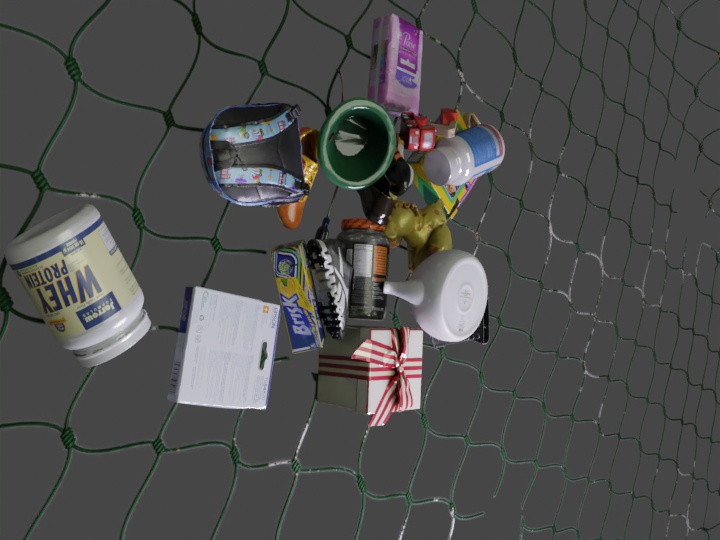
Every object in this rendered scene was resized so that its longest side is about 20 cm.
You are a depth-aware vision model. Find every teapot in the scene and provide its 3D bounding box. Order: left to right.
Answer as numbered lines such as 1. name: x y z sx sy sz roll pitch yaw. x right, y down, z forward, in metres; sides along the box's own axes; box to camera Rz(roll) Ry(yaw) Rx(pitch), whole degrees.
1. teapot: 0.167 0.047 1.463 0.198 0.144 0.203 -49 127 -28

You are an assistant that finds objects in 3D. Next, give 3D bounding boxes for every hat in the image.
1. hat: -0.027 -0.279 1.438 0.165 0.176 0.202 38 89 -27

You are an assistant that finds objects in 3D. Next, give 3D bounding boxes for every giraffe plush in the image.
1. giraffe plush: 0.111 -0.090 1.552 0.158 0.174 0.205 13 113 -19

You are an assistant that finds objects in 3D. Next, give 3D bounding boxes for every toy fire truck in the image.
1. toy fire truck: 0.154 -0.306 1.514 0.136 0.201 0.050 1 116 -5

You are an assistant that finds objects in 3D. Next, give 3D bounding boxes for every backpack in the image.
1. backpack: -0.203 -0.201 1.244 0.197 0.132 0.189 -14 100 -44

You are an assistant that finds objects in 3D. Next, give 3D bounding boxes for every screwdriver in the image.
1. screwdriver: -0.063 -0.123 1.457 0.029 0.027 0.205 61 44 -64

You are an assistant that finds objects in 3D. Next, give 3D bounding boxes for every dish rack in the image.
1. dish rack: 0.245 0.113 1.742 0.196 0.054 0.159 -4 92 -44

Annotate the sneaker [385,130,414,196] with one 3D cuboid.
1. sneaker: 0.055 -0.244 1.502 0.089 0.070 0.204 30 35 -34

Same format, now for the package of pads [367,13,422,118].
1. package of pads: 0.080 -0.452 1.563 0.119 0.074 0.207 9 84 -46

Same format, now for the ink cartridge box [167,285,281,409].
1. ink cartridge box: -0.243 0.144 1.269 0.197 0.040 0.206 16 78 -44

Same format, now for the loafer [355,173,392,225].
1. loafer: 0.033 -0.178 1.455 0.072 0.072 0.203 18 34 -32

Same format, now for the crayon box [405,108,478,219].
1. crayon box: 0.210 -0.257 1.703 0.174 0.057 0.202 54 56 -29

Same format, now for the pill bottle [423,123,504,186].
1. pill bottle: 0.237 -0.263 1.614 0.197 0.110 0.116 -26 108 -40

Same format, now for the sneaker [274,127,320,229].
1. sneaker: -0.122 -0.183 1.364 0.072 0.076 0.207 11 84 -45

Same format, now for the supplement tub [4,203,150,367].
1. supplement tub: -0.411 0.022 1.032 0.144 0.143 0.204 -40 116 -36

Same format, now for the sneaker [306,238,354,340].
1. sneaker: -0.042 0.030 1.363 0.089 0.066 0.206 -18 99 -37

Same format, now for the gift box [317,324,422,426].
1. gift box: 0.017 0.205 1.426 0.196 0.184 0.191 -2 91 -45

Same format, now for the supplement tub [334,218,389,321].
1. supplement tub: 0.000 0.000 1.453 0.120 0.121 0.207 7 85 -43

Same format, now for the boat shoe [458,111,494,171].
1. boat shoe: 0.303 -0.326 1.788 0.199 0.065 0.076 41 63 -36

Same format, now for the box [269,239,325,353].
1. box: -0.120 0.050 1.358 0.070 0.062 0.206 -72 150 -77
